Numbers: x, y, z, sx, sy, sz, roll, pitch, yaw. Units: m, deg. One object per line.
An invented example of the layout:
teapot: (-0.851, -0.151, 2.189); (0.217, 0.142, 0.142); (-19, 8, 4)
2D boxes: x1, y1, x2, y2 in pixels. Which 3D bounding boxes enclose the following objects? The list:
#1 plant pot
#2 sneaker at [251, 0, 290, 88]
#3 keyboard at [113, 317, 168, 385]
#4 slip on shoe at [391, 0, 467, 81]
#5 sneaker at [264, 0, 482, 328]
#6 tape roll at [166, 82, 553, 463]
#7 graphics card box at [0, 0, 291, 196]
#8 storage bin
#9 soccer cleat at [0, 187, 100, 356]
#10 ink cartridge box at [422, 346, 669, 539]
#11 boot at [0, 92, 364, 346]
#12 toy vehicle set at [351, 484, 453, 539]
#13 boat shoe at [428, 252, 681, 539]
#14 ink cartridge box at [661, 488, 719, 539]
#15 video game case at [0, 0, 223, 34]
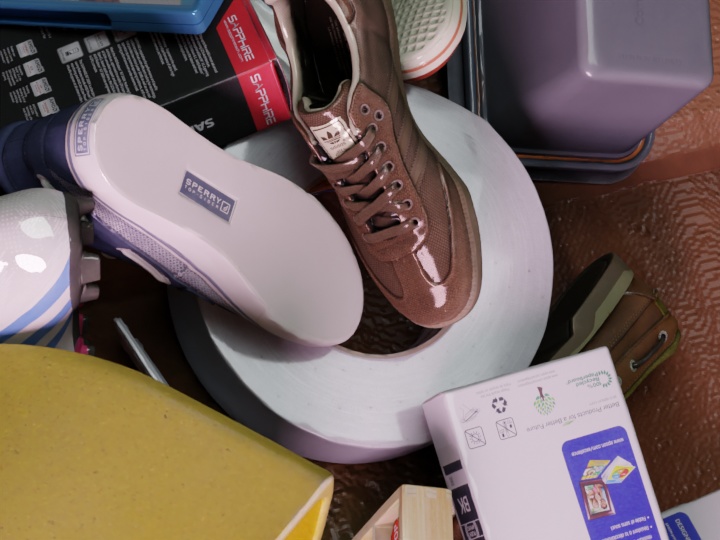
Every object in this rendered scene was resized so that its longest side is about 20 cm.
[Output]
plant pot: (-0.155, 0.150, 1.339); (0.200, 0.196, 0.194); (35, 60, 12)
sneaker: (-0.091, -0.143, 1.555); (0.200, 0.073, 0.071); (33, 58, -1)
keyboard: (-0.071, 0.111, 1.454); (0.011, 0.056, 0.200); (-35, 79, -3)
slip on shoe: (0.030, -0.135, 1.536); (0.074, 0.200, 0.061); (-40, 106, 3)
sneaker: (-0.003, -0.061, 1.420); (0.075, 0.070, 0.200); (-16, 85, -58)
tape roll: (0.000, 0.000, 1.497); (0.200, 0.066, 0.201); (3, 79, -16)
graphics card box: (-0.148, -0.098, 1.471); (0.200, 0.051, 0.126); (-22, 51, -4)
storage bin: (0.139, -0.161, 1.578); (0.145, 0.134, 0.201); (3, 78, -21)
soccer cleat: (-0.174, 0.021, 1.388); (0.086, 0.200, 0.070); (-2, 58, -8)
ink cartridge box: (0.108, 0.147, 1.437); (0.099, 0.039, 0.200); (-14, 81, -22)
boot: (-0.090, -0.024, 1.412); (0.200, 0.090, 0.073); (39, 60, -34)
toy vehicle set: (0.017, 0.220, 1.392); (0.026, 0.124, 0.200); (6, 64, -15)
boat shoe: (0.107, 0.082, 1.513); (0.068, 0.072, 0.200); (42, 68, -9)
ink cartridge box: (0.135, 0.190, 1.478); (0.200, 0.037, 0.095); (-21, 71, -22)
video game case: (-0.146, -0.183, 1.498); (0.200, 0.018, 0.143); (5, 47, 25)
